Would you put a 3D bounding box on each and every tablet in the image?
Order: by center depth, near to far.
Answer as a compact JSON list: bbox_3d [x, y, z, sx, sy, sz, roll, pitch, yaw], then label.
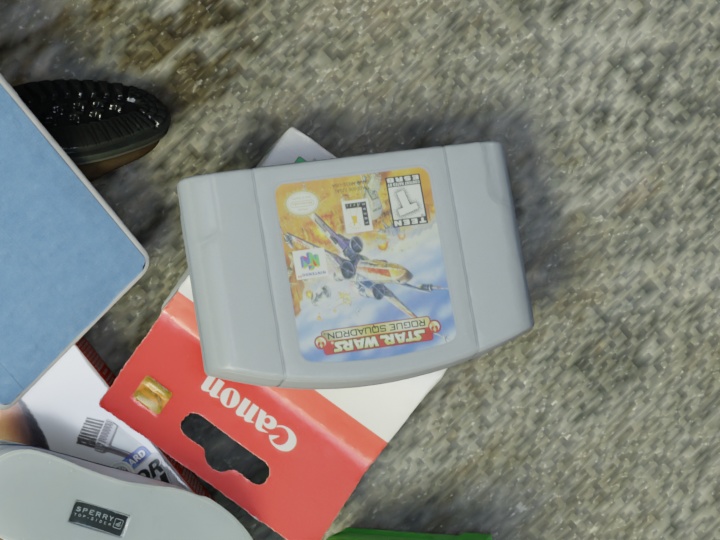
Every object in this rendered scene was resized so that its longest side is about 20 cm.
[{"bbox_3d":[-0.220,-0.030,1.436,0.130,0.014,0.200,-46,119,-14],"label":"tablet"}]

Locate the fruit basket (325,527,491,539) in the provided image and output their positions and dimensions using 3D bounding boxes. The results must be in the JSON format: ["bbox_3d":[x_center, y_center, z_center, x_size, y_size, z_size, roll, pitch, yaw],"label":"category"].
[{"bbox_3d":[0.051,0.261,1.490,0.214,0.155,0.217,0,90,11],"label":"fruit basket"}]

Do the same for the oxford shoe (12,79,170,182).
[{"bbox_3d":[-0.206,-0.057,1.502,0.199,0.073,0.085,-20,139,-20],"label":"oxford shoe"}]

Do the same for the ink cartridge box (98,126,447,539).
[{"bbox_3d":[-0.034,0.040,1.500,0.161,0.050,0.200,36,70,-5],"label":"ink cartridge box"}]

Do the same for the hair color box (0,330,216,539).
[{"bbox_3d":[-0.176,0.118,1.518,0.111,0.064,0.200,-39,93,0],"label":"hair color box"}]

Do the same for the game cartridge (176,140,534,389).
[{"bbox_3d":[0.000,0.000,1.477,0.199,0.042,0.134,-8,77,-15],"label":"game cartridge"}]

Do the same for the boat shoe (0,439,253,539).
[{"bbox_3d":[-0.153,0.145,1.455,0.201,0.086,0.075,23,87,-34],"label":"boat shoe"}]
